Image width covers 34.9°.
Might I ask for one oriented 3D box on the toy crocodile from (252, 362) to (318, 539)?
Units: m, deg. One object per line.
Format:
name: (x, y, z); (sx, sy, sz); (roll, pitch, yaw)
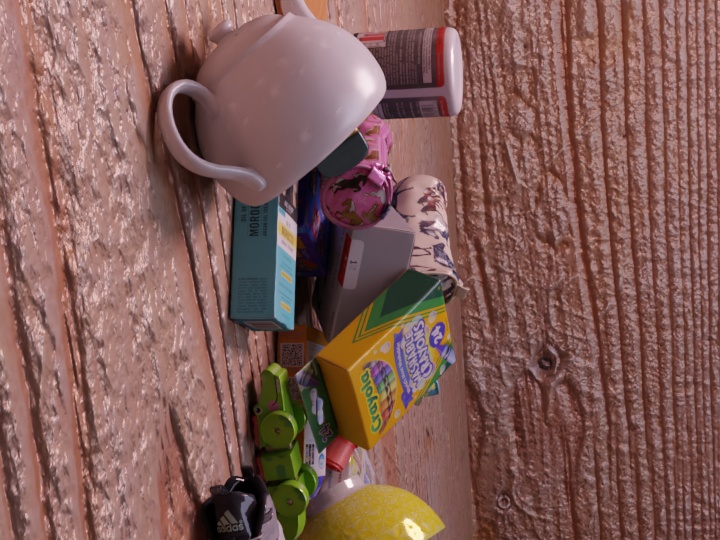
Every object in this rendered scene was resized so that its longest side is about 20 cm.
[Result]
toy crocodile: (-0.087, 0.200, 1.235); (0.068, 0.061, 0.201); (-54, 138, -75)

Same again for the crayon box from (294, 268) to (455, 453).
crayon box: (0.022, 0.108, 1.280); (0.200, 0.051, 0.126); (-42, 135, -31)

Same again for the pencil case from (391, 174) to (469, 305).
pencil case: (0.081, -0.038, 1.456); (0.201, 0.089, 0.078); (-93, -154, -45)

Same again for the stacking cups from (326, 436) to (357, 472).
stacking cups: (0.002, 0.176, 1.549); (0.200, 0.060, 0.061); (-60, 159, -17)

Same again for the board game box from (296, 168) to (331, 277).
board game box: (-0.067, -0.110, 1.392); (0.135, 0.045, 0.201); (69, 23, -62)

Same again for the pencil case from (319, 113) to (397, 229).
pencil case: (-0.003, -0.121, 1.332); (0.200, 0.086, 0.083); (-90, -176, -65)

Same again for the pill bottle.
pill bottle: (0.031, -0.258, 1.515); (0.116, 0.199, 0.116); (-1, 90, -79)

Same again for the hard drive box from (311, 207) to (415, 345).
hard drive box: (0.000, 0.000, 1.405); (0.200, 0.076, 0.157); (-124, -136, -73)

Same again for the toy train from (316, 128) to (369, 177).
toy train: (-0.049, -0.174, 1.248); (0.114, 0.085, 0.200); (57, 3, -21)

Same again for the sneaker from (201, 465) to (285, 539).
sneaker: (-0.116, 0.257, 1.033); (0.200, 0.077, 0.140); (-91, 174, -61)

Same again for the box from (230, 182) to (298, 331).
box: (-0.099, -0.041, 1.202); (0.082, 0.049, 0.201); (49, 41, -74)

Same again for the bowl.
bowl: (-0.011, 0.307, 1.356); (0.108, 0.200, 0.200); (61, 6, 12)

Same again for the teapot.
teapot: (-0.085, -0.164, 1.044); (0.146, 0.197, 0.200); (48, 0, -13)

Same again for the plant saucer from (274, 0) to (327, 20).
plant saucer: (-0.072, -0.370, 1.433); (0.200, 0.032, 0.201); (-2, 90, -79)

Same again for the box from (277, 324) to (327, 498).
box: (-0.070, 0.169, 1.367); (0.119, 0.041, 0.201); (40, 52, -76)

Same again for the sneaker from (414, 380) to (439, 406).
sneaker: (0.026, 0.159, 1.484); (0.200, 0.130, 0.080); (-58, 179, -17)

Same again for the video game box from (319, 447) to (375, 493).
video game box: (-0.019, 0.333, 1.604); (0.200, 0.047, 0.183); (73, 17, -57)
